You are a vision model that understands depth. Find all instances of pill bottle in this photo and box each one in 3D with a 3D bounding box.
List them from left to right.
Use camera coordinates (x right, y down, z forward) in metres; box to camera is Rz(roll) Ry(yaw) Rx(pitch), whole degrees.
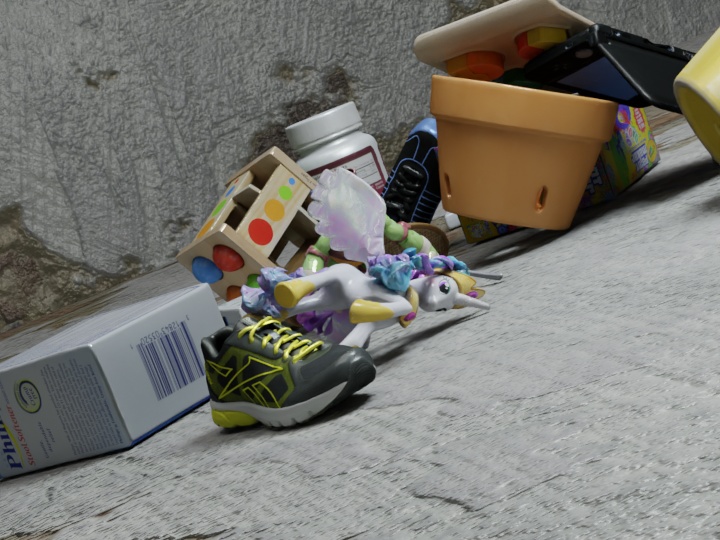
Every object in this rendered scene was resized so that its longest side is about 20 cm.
[{"bbox_3d":[-0.017,-0.105,2.176,0.113,0.201,0.114,-21,6,2],"label":"pill bottle"}]

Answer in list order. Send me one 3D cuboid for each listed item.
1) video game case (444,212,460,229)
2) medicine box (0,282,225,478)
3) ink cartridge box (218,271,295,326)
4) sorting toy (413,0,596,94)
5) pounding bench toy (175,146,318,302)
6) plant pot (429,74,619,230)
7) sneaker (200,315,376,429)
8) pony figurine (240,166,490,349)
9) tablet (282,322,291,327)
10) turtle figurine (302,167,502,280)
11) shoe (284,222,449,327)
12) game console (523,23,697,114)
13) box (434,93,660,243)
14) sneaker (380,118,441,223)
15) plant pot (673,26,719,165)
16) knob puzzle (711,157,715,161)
[{"bbox_3d":[0.210,-0.111,2.274,0.199,0.023,0.182,-21,7,8],"label":"video game case"},{"bbox_3d":[-0.249,0.106,1.635,0.199,0.104,0.182,-17,8,37],"label":"medicine box"},{"bbox_3d":[-0.064,0.021,1.908,0.199,0.039,0.099,-26,8,-23],"label":"ink cartridge box"},{"bbox_3d":[0.185,-0.230,1.854,0.184,0.037,0.199,-15,-24,37],"label":"sorting toy"},{"bbox_3d":[-0.094,-0.012,2.054,0.124,0.200,0.157,-27,28,55],"label":"pounding bench toy"},{"bbox_3d":[0.162,-0.123,1.792,0.198,0.141,0.200,9,7,-1],"label":"plant pot"},{"bbox_3d":[-0.069,0.077,1.362,0.074,0.085,0.199,-28,9,-41],"label":"sneaker"},{"bbox_3d":[-0.009,0.018,1.483,0.192,0.168,0.199,23,28,34],"label":"pony figurine"},{"bbox_3d":[-0.096,0.056,1.949,0.199,0.014,0.130,-20,7,19],"label":"tablet"},{"bbox_3d":[0.005,0.014,1.691,0.144,0.200,0.194,-47,-5,-20],"label":"turtle figurine"},{"bbox_3d":[0.000,0.000,1.830,0.199,0.070,0.053,-23,9,-9],"label":"shoe"},{"bbox_3d":[0.301,-0.179,1.797,0.199,0.117,0.175,9,-23,-38],"label":"game console"},{"bbox_3d":[0.223,-0.136,1.998,0.191,0.123,0.200,-17,8,28],"label":"box"},{"bbox_3d":[0.059,-0.088,2.048,0.078,0.070,0.201,-43,-24,-45],"label":"sneaker"},{"bbox_3d":[0.395,-0.177,1.541,0.188,0.201,0.201,-38,7,-1],"label":"plant pot"},{"bbox_3d":[0.471,-0.167,1.839,0.218,0.031,0.220,-22,7,3],"label":"knob puzzle"}]
